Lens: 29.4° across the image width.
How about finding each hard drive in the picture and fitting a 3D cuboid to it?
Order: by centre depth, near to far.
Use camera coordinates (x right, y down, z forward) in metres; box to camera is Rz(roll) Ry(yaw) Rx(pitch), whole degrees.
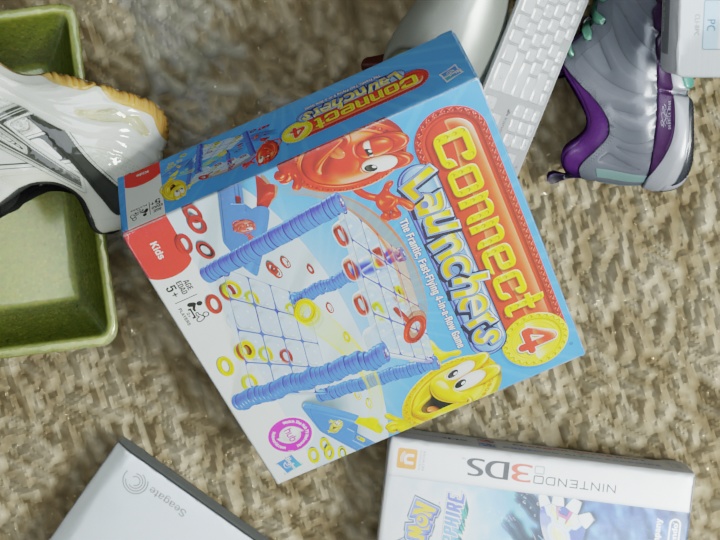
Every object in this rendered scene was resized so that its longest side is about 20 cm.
[{"bbox_3d":[-0.149,0.221,0.832,0.132,0.027,0.200,35,91,0],"label":"hard drive"}]

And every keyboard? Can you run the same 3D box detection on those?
[{"bbox_3d":[0.099,-0.129,0.771,0.011,0.056,0.200,30,104,37],"label":"keyboard"}]

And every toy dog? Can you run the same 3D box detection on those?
[{"bbox_3d":[0.045,-0.163,0.776,0.096,0.132,0.200,30,103,37],"label":"toy dog"}]

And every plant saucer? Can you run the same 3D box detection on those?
[{"bbox_3d":[-0.250,-0.044,0.818,0.199,0.048,0.200,-7,91,1],"label":"plant saucer"}]

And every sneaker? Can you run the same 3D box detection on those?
[{"bbox_3d":[-0.210,-0.075,0.755,0.200,0.076,0.088,16,91,1],"label":"sneaker"},{"bbox_3d":[0.149,-0.146,0.796,0.087,0.074,0.201,1,92,6],"label":"sneaker"}]

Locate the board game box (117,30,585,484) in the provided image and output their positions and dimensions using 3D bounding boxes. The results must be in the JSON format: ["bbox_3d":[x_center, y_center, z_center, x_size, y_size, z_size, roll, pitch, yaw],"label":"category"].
[{"bbox_3d":[0.000,0.000,0.754,0.195,0.056,0.200,-24,125,5],"label":"board game box"}]

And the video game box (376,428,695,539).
[{"bbox_3d":[0.095,0.203,0.818,0.182,0.047,0.200,6,91,4],"label":"video game box"}]

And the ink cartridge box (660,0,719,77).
[{"bbox_3d":[0.263,-0.184,0.725,0.199,0.047,0.160,0,102,3],"label":"ink cartridge box"}]
